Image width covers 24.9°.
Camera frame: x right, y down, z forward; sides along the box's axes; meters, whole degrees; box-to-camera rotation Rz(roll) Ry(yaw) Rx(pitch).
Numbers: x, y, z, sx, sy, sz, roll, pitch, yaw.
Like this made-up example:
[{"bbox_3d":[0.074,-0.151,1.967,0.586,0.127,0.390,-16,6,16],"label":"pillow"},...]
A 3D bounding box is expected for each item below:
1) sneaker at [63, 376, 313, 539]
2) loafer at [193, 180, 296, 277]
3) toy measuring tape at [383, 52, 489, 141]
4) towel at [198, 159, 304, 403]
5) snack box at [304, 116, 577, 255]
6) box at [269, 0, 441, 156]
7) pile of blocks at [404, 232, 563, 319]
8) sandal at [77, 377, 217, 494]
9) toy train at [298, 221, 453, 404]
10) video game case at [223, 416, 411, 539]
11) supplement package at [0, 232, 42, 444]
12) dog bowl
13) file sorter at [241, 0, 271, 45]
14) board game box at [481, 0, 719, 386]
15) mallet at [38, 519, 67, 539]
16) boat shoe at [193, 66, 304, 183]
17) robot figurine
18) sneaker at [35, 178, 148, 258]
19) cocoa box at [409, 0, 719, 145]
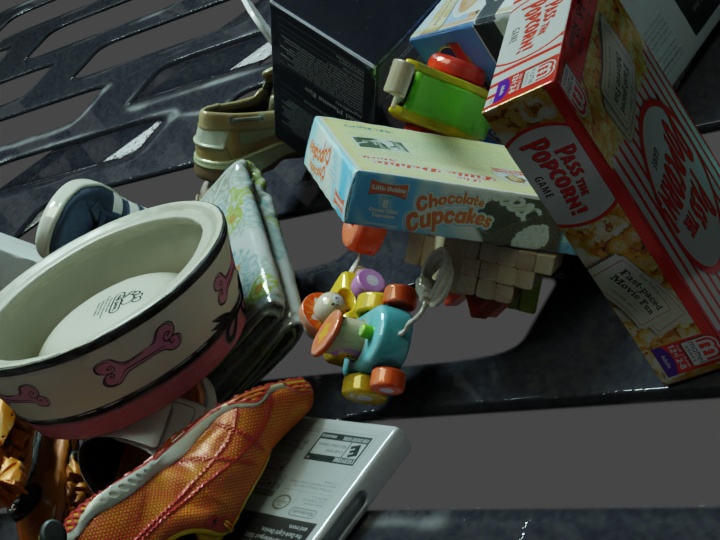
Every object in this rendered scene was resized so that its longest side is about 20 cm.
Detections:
[{"bbox_3d":[-0.097,0.134,1.020,0.200,0.077,0.073,-37,0,-35],"label":"sneaker"},{"bbox_3d":[-0.110,-0.024,1.345,0.063,0.072,0.200,-44,28,4],"label":"loafer"},{"bbox_3d":[0.056,-0.112,1.090,0.073,0.074,0.200,-36,-2,5],"label":"toy measuring tape"},{"bbox_3d":[-0.119,0.031,1.222,0.171,0.048,0.200,-44,35,18],"label":"towel"},{"bbox_3d":[0.073,-0.051,1.024,0.116,0.199,0.037,-123,43,-65],"label":"snack box"},{"bbox_3d":[0.027,-0.196,1.297,0.104,0.182,0.200,34,65,17],"label":"box"},{"bbox_3d":[0.083,-0.001,1.078,0.200,0.082,0.062,-128,48,-74],"label":"pile of blocks"},{"bbox_3d":[-0.153,0.133,1.067,0.079,0.059,0.207,-21,36,32],"label":"sandal"},{"bbox_3d":[0.000,0.000,1.084,0.200,0.055,0.151,-115,43,-66],"label":"toy train"},{"bbox_3d":[-0.082,0.165,1.038,0.200,0.023,0.182,0,44,52],"label":"video game case"},{"bbox_3d":[-0.328,0.043,1.360,0.200,0.151,0.151,21,90,61],"label":"supplement package"},{"bbox_3d":[-0.166,0.036,1.108,0.199,0.074,0.200,-22,23,10],"label":"dog bowl"},{"bbox_3d":[-0.006,-0.266,1.547,0.200,0.125,0.139,-36,24,4],"label":"file sorter"},{"bbox_3d":[0.146,-0.060,0.906,0.046,0.200,0.152,-22,30,29],"label":"board game box"},{"bbox_3d":[-0.197,0.199,0.999,0.041,0.066,0.200,-3,-16,-18],"label":"mallet"},{"bbox_3d":[-0.063,-0.138,1.392,0.071,0.076,0.200,15,30,33],"label":"boat shoe"},{"bbox_3d":[-0.229,0.114,1.194,0.058,0.145,0.200,-20,39,20],"label":"robot figurine"},{"bbox_3d":[-0.186,-0.022,1.329,0.084,0.200,0.075,25,95,20],"label":"sneaker"},{"bbox_3d":[0.160,-0.190,1.186,0.131,0.134,0.200,-3,42,52],"label":"cocoa box"}]
